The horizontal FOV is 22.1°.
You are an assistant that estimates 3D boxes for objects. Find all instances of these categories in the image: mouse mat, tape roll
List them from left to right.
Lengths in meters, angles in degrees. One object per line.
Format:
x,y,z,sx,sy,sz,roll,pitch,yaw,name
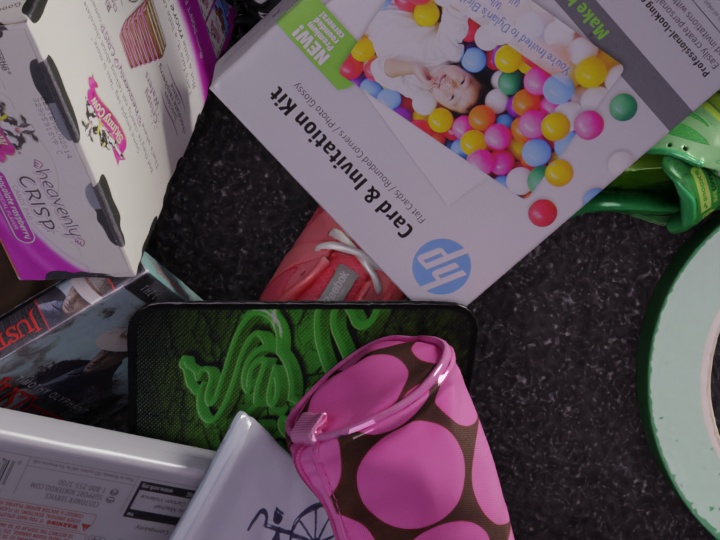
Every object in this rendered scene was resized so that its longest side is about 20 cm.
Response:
-0.031,0.096,0.876,0.159,0.008,0.202,0,124,-7,mouse mat
0.237,0.053,0.906,0.198,0.048,0.203,0,92,1,tape roll

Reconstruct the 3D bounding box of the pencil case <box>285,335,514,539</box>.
0.027,0.133,0.823,0.093,0.091,0.202,-25,109,-20,pencil case

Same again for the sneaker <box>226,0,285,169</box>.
-0.044,-0.140,0.867,0.075,0.079,0.202,15,116,41,sneaker

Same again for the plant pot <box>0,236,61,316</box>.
-0.211,-0.029,0.852,0.198,0.175,0.203,0,93,0,plant pot

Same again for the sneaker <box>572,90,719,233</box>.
0.170,-0.055,0.872,0.198,0.084,0.074,-10,136,15,sneaker

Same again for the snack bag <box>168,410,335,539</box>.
-0.035,0.188,0.836,0.200,0.021,0.189,49,57,-31,snack bag

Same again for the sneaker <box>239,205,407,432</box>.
0.000,0.000,0.890,0.073,0.087,0.201,31,93,-1,sneaker

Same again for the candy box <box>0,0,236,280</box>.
-0.117,-0.113,0.812,0.060,0.201,0.137,-2,133,17,candy box

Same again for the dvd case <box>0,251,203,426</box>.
-0.167,0.061,0.871,0.199,0.146,0.022,-32,72,2,dvd case

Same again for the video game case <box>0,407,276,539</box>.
-0.163,0.142,0.857,0.198,0.023,0.183,14,121,-27,video game case

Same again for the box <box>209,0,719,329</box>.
0.056,-0.096,0.812,0.200,0.041,0.156,-40,106,15,box
